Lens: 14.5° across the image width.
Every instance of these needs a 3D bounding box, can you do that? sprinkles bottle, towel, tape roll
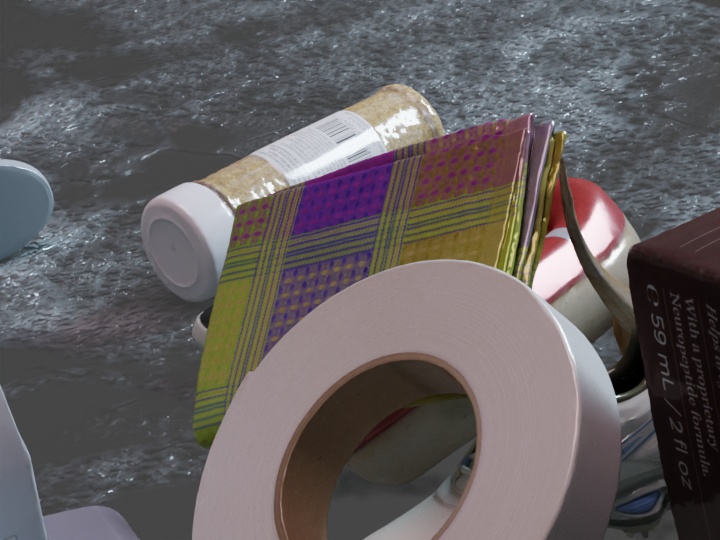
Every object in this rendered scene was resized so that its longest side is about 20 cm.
[{"bbox_3d":[-0.038,-0.049,1.720,0.200,0.068,0.068,-28,25,-35],"label":"sprinkles bottle"},{"bbox_3d":[0.006,0.008,1.322,0.200,0.023,0.144,-15,53,40],"label":"towel"},{"bbox_3d":[0.016,0.090,1.201,0.203,0.037,0.203,-21,52,29],"label":"tape roll"}]

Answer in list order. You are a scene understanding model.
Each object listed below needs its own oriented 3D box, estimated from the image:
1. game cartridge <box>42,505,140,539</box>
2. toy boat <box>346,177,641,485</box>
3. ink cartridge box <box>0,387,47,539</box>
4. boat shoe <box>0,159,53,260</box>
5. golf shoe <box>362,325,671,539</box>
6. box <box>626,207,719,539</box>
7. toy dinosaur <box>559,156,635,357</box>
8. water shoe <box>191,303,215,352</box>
[{"bbox_3d":[-0.188,0.167,1.298,0.200,0.041,0.133,-19,17,-15],"label":"game cartridge"},{"bbox_3d":[0.044,0.007,1.394,0.131,0.131,0.200,-39,-2,43],"label":"toy boat"},{"bbox_3d":[-0.225,0.081,1.207,0.162,0.200,0.057,-22,37,-22],"label":"ink cartridge box"},{"bbox_3d":[-0.302,-0.034,1.840,0.200,0.071,0.091,-19,25,-8],"label":"boat shoe"},{"bbox_3d":[0.068,0.087,1.259,0.200,0.097,0.078,-24,25,-22],"label":"golf shoe"},{"bbox_3d":[0.239,0.054,1.136,0.164,0.166,0.200,-22,21,-25],"label":"box"},{"bbox_3d":[0.137,0.028,1.344,0.060,0.106,0.200,-37,-26,14],"label":"toy dinosaur"},{"bbox_3d":[0.000,0.000,1.551,0.200,0.079,0.072,-8,21,14],"label":"water shoe"}]
